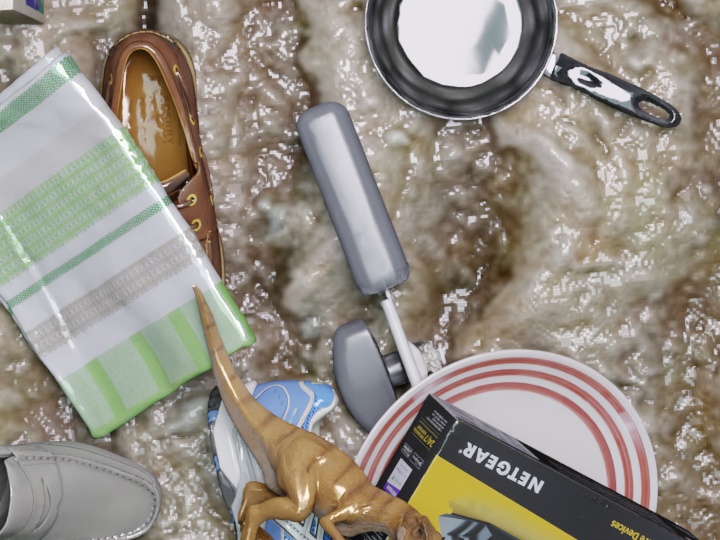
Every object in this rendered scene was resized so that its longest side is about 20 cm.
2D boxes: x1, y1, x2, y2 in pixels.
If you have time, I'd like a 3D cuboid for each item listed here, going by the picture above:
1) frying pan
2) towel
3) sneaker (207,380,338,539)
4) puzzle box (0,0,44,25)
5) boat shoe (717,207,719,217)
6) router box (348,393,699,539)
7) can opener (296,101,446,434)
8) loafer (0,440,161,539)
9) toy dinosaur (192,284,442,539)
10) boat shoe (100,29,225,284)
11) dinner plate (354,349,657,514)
[{"bbox_3d":[0.096,-0.145,1.327,0.189,0.031,0.115,2,93,-4],"label":"frying pan"},{"bbox_3d":[-0.164,-0.011,1.293,0.149,0.031,0.200,-32,93,38],"label":"towel"},{"bbox_3d":[-0.034,0.159,1.317,0.077,0.076,0.201,-12,94,4],"label":"sneaker"},{"bbox_3d":[-0.202,-0.241,1.268,0.025,0.133,0.201,-1,92,-1],"label":"puzzle box"},{"bbox_3d":[0.309,-0.032,1.314,0.199,0.074,0.061,12,93,-4],"label":"boat shoe"},{"bbox_3d":[0.086,0.186,1.296,0.200,0.052,0.158,28,95,-22],"label":"router box"},{"bbox_3d":[0.000,0.000,1.322,0.066,0.053,0.201,-17,93,1],"label":"can opener"},{"bbox_3d":[-0.205,0.134,1.292,0.199,0.070,0.070,4,100,-26],"label":"loafer"},{"bbox_3d":[-0.038,0.110,1.250,0.200,0.060,0.106,39,103,16],"label":"toy dinosaur"},{"bbox_3d":[-0.121,-0.042,1.311,0.072,0.068,0.201,-6,93,0],"label":"boat shoe"},{"bbox_3d":[0.080,0.140,1.323,0.199,0.024,0.201,-4,105,-16],"label":"dinner plate"}]
